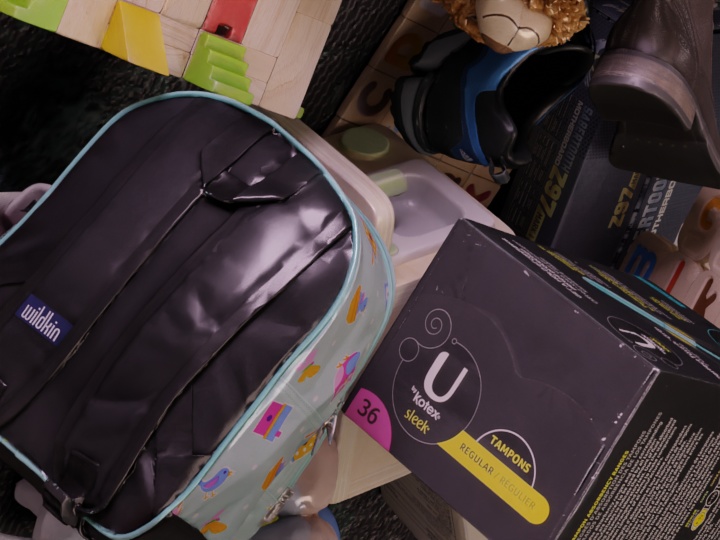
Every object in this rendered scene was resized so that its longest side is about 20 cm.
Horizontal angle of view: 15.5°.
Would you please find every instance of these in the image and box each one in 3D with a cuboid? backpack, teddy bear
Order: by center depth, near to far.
[{"bbox_3d":[-0.082,0.024,1.246,0.200,0.176,0.153,-54,153,2],"label":"backpack"},{"bbox_3d":[0.102,-0.170,1.304,0.145,0.067,0.200,13,143,-42],"label":"teddy bear"}]

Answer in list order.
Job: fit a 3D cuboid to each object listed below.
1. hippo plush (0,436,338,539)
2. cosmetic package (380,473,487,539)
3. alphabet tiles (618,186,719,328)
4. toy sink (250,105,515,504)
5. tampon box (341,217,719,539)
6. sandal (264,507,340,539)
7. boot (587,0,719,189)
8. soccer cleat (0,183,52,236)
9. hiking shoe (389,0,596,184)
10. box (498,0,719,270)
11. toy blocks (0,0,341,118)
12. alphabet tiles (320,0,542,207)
[{"bbox_3d":[-0.108,0.154,1.413,0.200,0.159,0.161,-37,179,-22],"label":"hippo plush"},{"bbox_3d":[0.063,0.089,1.612,0.087,0.103,0.200,-33,144,-19],"label":"cosmetic package"},{"bbox_3d":[0.190,0.048,1.541,0.015,0.200,0.196,23,98,-26],"label":"alphabet tiles"},{"bbox_3d":[0.000,0.000,1.435,0.112,0.130,0.200,-20,134,-34],"label":"toy sink"},{"bbox_3d":[0.122,0.077,1.395,0.200,0.150,0.126,16,109,-53],"label":"tampon box"},{"bbox_3d":[-0.033,0.200,1.647,0.087,0.079,0.200,-32,149,-28],"label":"sandal"},{"bbox_3d":[0.187,-0.148,1.475,0.200,0.069,0.174,54,50,-67],"label":"boot"},{"bbox_3d":[-0.158,0.006,1.334,0.086,0.070,0.200,-49,144,7],"label":"soccer cleat"},{"bbox_3d":[0.103,-0.138,1.441,0.200,0.087,0.074,-59,143,-8],"label":"hiking shoe"},{"bbox_3d":[0.167,-0.073,1.616,0.158,0.051,0.200,-9,128,-44],"label":"box"},{"bbox_3d":[-0.075,-0.161,1.265,0.200,0.100,0.137,18,96,-42],"label":"toy blocks"},{"bbox_3d":[0.053,-0.095,1.518,0.167,0.008,0.200,19,108,-52],"label":"alphabet tiles"}]
